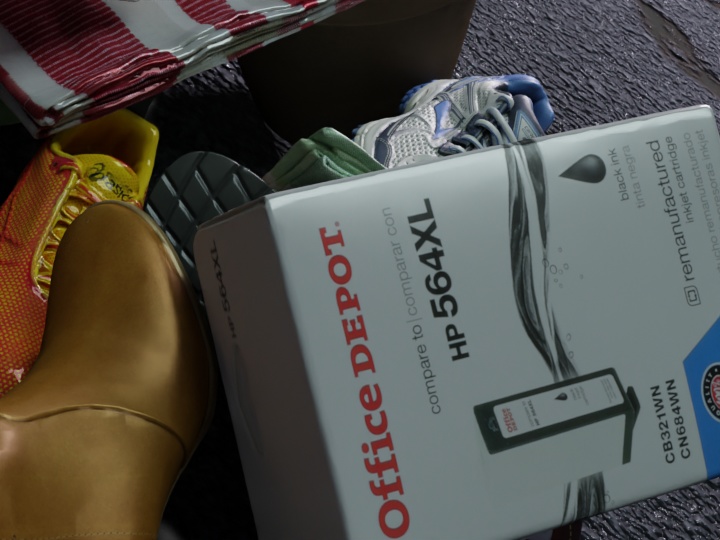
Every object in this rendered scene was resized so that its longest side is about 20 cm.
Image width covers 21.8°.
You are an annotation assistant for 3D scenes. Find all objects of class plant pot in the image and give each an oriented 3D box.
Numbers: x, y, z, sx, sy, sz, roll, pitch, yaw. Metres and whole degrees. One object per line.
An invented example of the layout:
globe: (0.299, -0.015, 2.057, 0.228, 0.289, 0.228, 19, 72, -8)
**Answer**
plant pot: (-0.009, -0.166, 1.066, 0.199, 0.175, 0.201, 0, 47, 0)

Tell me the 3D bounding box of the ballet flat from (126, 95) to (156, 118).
ballet flat: (-0.125, -0.146, 1.036, 0.068, 0.068, 0.201, 32, 25, -27)

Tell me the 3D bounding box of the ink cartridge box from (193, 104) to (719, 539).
ink cartridge box: (0.052, 0.028, 0.727, 0.199, 0.084, 0.147, -14, 89, -25)

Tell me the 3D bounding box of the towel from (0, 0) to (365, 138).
towel: (-0.103, -0.145, 0.912, 0.199, 0.023, 0.144, -27, 51, -24)

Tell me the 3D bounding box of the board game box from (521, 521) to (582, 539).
board game box: (0.047, 0.112, 0.778, 0.103, 0.019, 0.201, 20, 72, -32)

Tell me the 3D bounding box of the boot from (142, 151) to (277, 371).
boot: (-0.036, 0.028, 0.834, 0.200, 0.068, 0.131, 48, -8, -18)

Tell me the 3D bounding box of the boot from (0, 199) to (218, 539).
boot: (-0.119, 0.059, 0.679, 0.144, 0.071, 0.203, 13, 61, -53)

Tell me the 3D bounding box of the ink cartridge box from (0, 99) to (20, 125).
ink cartridge box: (-0.243, -0.154, 0.939, 0.200, 0.048, 0.145, 44, 28, 16)

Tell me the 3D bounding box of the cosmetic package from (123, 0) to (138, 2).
cosmetic package: (-0.185, -0.208, 0.880, 0.200, 0.088, 0.103, 34, 18, 33)

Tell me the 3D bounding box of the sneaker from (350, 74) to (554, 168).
sneaker: (0.053, -0.059, 0.955, 0.200, 0.085, 0.077, -61, 134, -60)

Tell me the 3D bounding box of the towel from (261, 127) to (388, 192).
towel: (0.000, 0.000, 0.864, 0.152, 0.200, 0.024, 29, 67, -18)

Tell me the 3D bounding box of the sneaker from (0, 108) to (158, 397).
sneaker: (-0.134, -0.011, 0.817, 0.073, 0.077, 0.201, 29, 33, -18)
